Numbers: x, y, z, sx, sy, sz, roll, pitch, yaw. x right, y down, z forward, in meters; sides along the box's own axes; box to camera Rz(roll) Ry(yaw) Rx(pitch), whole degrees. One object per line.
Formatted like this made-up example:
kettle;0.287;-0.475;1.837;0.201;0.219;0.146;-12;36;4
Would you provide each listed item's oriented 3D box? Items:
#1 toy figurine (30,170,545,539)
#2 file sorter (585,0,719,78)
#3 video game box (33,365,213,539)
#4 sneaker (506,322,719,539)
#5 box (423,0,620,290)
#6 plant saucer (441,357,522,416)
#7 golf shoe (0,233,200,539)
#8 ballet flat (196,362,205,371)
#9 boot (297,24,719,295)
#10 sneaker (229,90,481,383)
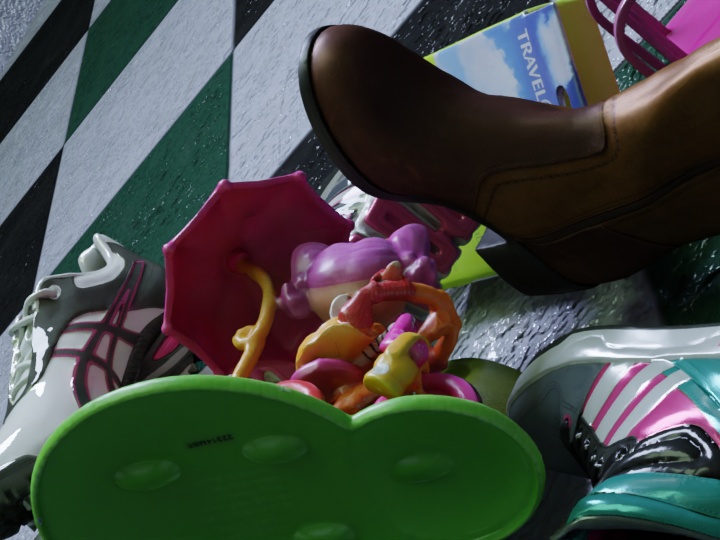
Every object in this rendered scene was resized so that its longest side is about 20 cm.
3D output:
toy figurine;-0.021;0.030;0.746;0.199;0.150;0.184;-14;39;18
file sorter;0.171;-0.155;0.836;0.139;0.125;0.200;-49;21;17
video game box;-0.124;0.132;0.919;0.182;0.047;0.200;-48;-1;38
sneaker;0.104;0.090;0.695;0.121;0.084;0.200;-55;19;-24
box;0.074;-0.060;0.925;0.048;0.122;0.200;-20;2;-31
plant saucer;-0.005;0.090;0.859;0.200;0.031;0.200;-27;6;3
golf shoe;-0.144;0.056;0.871;0.077;0.088;0.200;-45;2;34
ballet flat;-0.135;0.087;1.084;0.070;0.067;0.201;-128;40;-53
boot;0.096;-0.061;0.736;0.200;0.188;0.069;-18;38;46
sneaker;0.000;0.000;0.886;0.200;0.074;0.087;-57;13;-5
